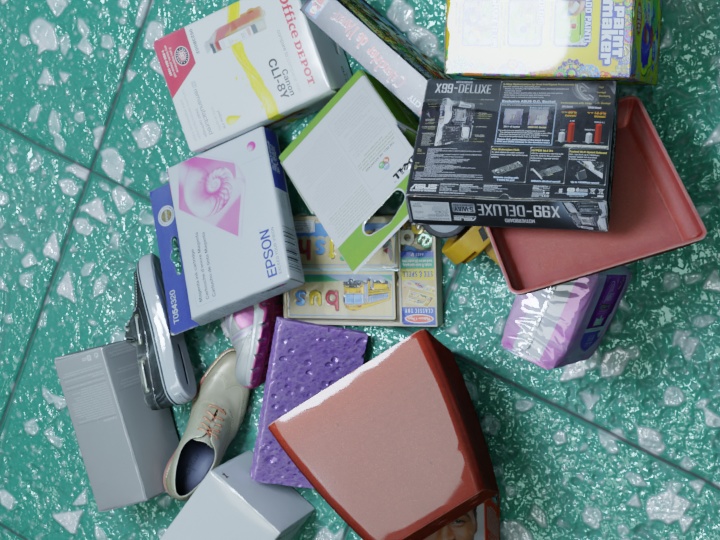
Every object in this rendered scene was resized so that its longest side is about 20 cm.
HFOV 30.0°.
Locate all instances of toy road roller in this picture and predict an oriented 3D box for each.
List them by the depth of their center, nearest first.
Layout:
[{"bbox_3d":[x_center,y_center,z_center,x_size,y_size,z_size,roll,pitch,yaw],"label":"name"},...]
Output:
[{"bbox_3d":[0.167,-0.084,1.491,0.146,0.123,0.200,44,107,-6],"label":"toy road roller"}]

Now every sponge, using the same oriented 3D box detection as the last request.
[{"bbox_3d":[-0.063,0.161,1.613,0.111,0.030,0.201,8,98,-15],"label":"sponge"}]

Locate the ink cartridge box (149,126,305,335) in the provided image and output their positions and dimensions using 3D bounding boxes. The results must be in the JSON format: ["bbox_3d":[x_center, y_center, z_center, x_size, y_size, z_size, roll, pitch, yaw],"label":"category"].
[{"bbox_3d":[-0.172,-0.045,1.597,0.199,0.043,0.197,-21,69,23],"label":"ink cartridge box"}]

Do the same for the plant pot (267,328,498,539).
[{"bbox_3d":[0.045,0.203,1.481,0.199,0.200,0.177,-32,75,5],"label":"plant pot"}]

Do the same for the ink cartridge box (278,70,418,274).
[{"bbox_3d":[0.014,-0.103,1.522,0.148,0.076,0.200,-45,54,18],"label":"ink cartridge box"}]

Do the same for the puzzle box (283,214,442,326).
[{"bbox_3d":[0.000,0.000,1.606,0.199,0.025,0.134,0,95,20],"label":"puzzle box"}]

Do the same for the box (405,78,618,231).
[{"bbox_3d":[0.153,-0.119,1.345,0.199,0.050,0.158,2,55,13],"label":"box"}]

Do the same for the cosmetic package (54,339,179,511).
[{"bbox_3d":[-0.298,0.191,1.688,0.090,0.107,0.201,-14,89,26],"label":"cosmetic package"}]

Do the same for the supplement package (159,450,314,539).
[{"bbox_3d":[-0.172,0.341,1.651,0.117,0.117,0.200,40,107,13],"label":"supplement package"}]

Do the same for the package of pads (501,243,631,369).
[{"bbox_3d":[0.222,0.036,1.435,0.075,0.200,0.121,28,100,20],"label":"package of pads"}]

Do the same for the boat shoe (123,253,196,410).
[{"bbox_3d":[-0.260,0.076,1.657,0.071,0.072,0.201,-21,65,13],"label":"boat shoe"}]

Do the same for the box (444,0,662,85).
[{"bbox_3d":[0.208,-0.261,1.413,0.192,0.200,0.123,4,96,20],"label":"box"}]

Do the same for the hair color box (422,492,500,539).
[{"bbox_3d":[0.106,0.338,1.526,0.101,0.061,0.201,-12,55,20],"label":"hair color box"}]

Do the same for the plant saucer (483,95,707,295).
[{"bbox_3d":[0.219,-0.071,1.349,0.199,0.037,0.201,-16,54,0],"label":"plant saucer"}]

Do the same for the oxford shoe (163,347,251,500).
[{"bbox_3d":[-0.179,0.191,1.641,0.070,0.074,0.201,21,84,-9],"label":"oxford shoe"}]

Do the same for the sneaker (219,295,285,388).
[{"bbox_3d":[-0.142,0.043,1.637,0.088,0.081,0.201,0,86,22],"label":"sneaker"}]

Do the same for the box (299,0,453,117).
[{"bbox_3d":[0.037,-0.240,1.511,0.200,0.136,0.038,43,107,11],"label":"box"}]

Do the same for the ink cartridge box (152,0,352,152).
[{"bbox_3d":[-0.126,-0.243,1.598,0.199,0.083,0.146,-21,87,21],"label":"ink cartridge box"}]
